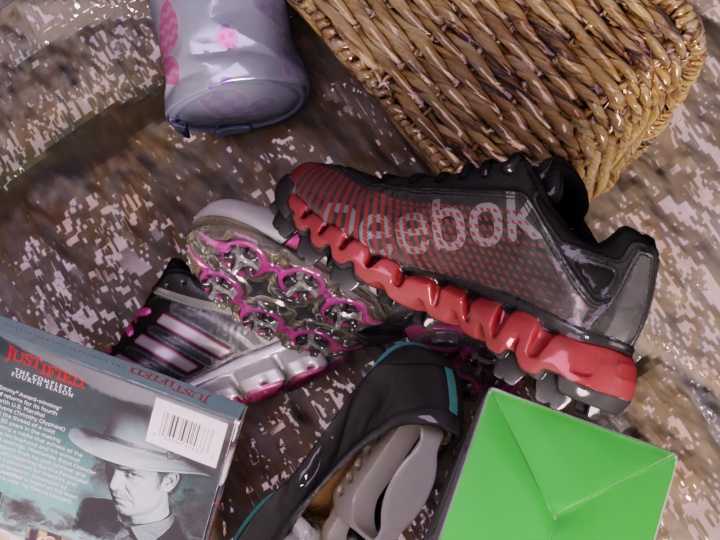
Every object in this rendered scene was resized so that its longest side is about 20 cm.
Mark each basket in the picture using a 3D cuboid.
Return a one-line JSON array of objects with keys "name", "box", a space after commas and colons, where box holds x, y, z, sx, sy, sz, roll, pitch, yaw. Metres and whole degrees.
[{"name": "basket", "box": [0.071, -0.126, 0.785, 0.149, 0.143, 0.200, -42, 76, 4]}]

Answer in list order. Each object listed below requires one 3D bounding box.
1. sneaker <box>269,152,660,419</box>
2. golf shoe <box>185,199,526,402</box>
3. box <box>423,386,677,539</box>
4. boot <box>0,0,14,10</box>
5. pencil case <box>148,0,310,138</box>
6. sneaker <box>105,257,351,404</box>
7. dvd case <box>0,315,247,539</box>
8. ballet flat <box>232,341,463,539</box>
[{"name": "sneaker", "box": [0.049, -0.016, 0.675, 0.199, 0.071, 0.099, 27, 94, 29]}, {"name": "golf shoe", "box": [0.000, 0.000, 0.789, 0.198, 0.073, 0.093, 21, 54, -23]}, {"name": "box", "box": [0.062, 0.177, 0.712, 0.096, 0.177, 0.202, 19, 75, 5]}, {"name": "boot", "box": [-0.202, -0.174, 0.877, 0.130, 0.070, 0.203, 7, 87, 4]}, {"name": "pencil case", "box": [-0.084, -0.179, 0.846, 0.082, 0.091, 0.203, -12, 80, 2]}, {"name": "sneaker", "box": [-0.108, 0.042, 0.828, 0.198, 0.074, 0.088, -18, 80, 1]}, {"name": "dvd case", "box": [-0.151, 0.136, 0.793, 0.144, 0.022, 0.202, 19, 115, 5]}, {"name": "ballet flat", "box": [-0.012, 0.126, 0.765, 0.201, 0.067, 0.069, -57, 35, 24]}]
